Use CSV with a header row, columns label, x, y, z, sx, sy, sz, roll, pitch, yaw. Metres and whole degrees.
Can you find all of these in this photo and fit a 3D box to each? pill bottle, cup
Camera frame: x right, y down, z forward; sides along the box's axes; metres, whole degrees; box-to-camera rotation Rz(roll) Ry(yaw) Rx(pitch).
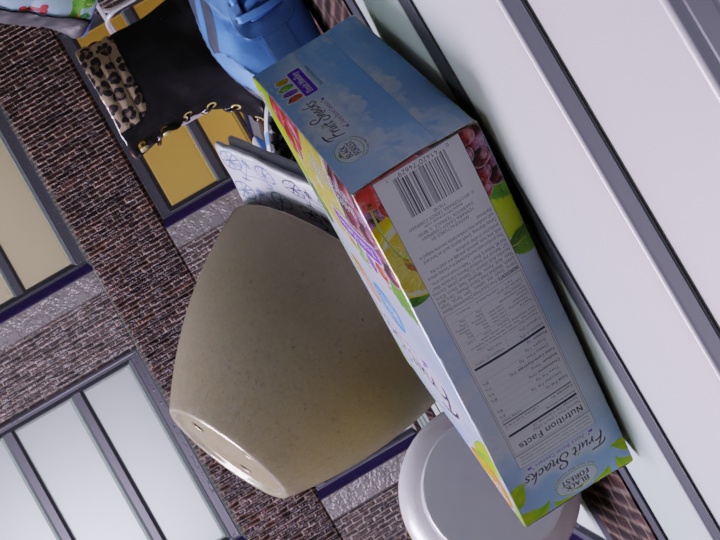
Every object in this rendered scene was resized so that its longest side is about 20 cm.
label,x,y,z,sx,sy,sz,roll,pitch,yaw
pill bottle,0.079,0.139,0.930,0.112,0.111,0.200,59,177,11
cup,-0.052,0.072,1.050,0.200,0.143,0.200,33,162,12

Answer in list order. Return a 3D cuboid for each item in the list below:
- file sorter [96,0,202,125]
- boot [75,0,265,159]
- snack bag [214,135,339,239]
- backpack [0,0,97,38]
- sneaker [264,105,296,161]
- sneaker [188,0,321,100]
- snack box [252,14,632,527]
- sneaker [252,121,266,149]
label,x,y,z,sx,sy,sz,roll,pitch,yaw
file sorter,-0.217,-0.281,1.672,0.200,0.124,0.139,58,177,24
boot,-0.116,-0.134,1.166,0.200,0.150,0.073,63,176,-38
snack bag,0.000,0.000,1.039,0.188,0.021,0.200,25,156,34
backpack,-0.157,-0.239,0.741,0.183,0.147,0.200,56,135,31
sneaker,-0.022,-0.054,1.112,0.072,0.072,0.200,34,155,58
sneaker,-0.083,-0.191,0.931,0.200,0.066,0.078,60,173,12
snack box,0.037,-0.003,0.716,0.200,0.068,0.169,60,177,-29
sneaker,-0.061,-0.099,1.374,0.200,0.080,0.147,-119,9,-49
